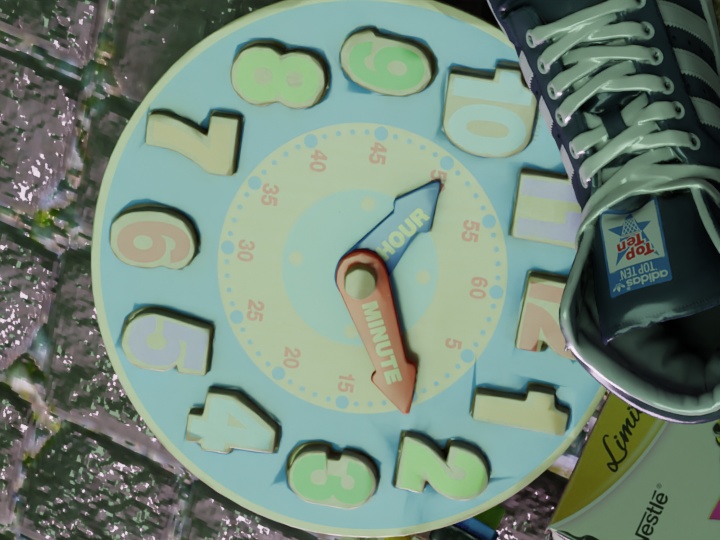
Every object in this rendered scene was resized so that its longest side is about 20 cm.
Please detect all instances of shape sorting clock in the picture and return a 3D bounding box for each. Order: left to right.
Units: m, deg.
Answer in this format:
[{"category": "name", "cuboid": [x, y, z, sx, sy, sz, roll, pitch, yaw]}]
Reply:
[{"category": "shape sorting clock", "cuboid": [0.000, 0.000, 0.794, 0.198, 0.039, 0.202, 0, 102, 1]}]

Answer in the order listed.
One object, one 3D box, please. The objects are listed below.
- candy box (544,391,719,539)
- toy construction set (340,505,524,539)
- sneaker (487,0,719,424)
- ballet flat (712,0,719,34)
[{"category": "candy box", "cuboid": [0.183, 0.081, 0.788, 0.199, 0.137, 0.061, 24, 166, 13]}, {"category": "toy construction set", "cuboid": [0.070, 0.137, 0.881, 0.198, 0.131, 0.093, 12, 80, 19]}, {"category": "sneaker", "cuboid": [0.083, -0.046, 0.708, 0.070, 0.109, 0.201, -21, 102, 22]}, {"category": "ballet flat", "cuboid": [0.148, -0.113, 0.760, 0.065, 0.071, 0.200, 35, 131, -17]}]
